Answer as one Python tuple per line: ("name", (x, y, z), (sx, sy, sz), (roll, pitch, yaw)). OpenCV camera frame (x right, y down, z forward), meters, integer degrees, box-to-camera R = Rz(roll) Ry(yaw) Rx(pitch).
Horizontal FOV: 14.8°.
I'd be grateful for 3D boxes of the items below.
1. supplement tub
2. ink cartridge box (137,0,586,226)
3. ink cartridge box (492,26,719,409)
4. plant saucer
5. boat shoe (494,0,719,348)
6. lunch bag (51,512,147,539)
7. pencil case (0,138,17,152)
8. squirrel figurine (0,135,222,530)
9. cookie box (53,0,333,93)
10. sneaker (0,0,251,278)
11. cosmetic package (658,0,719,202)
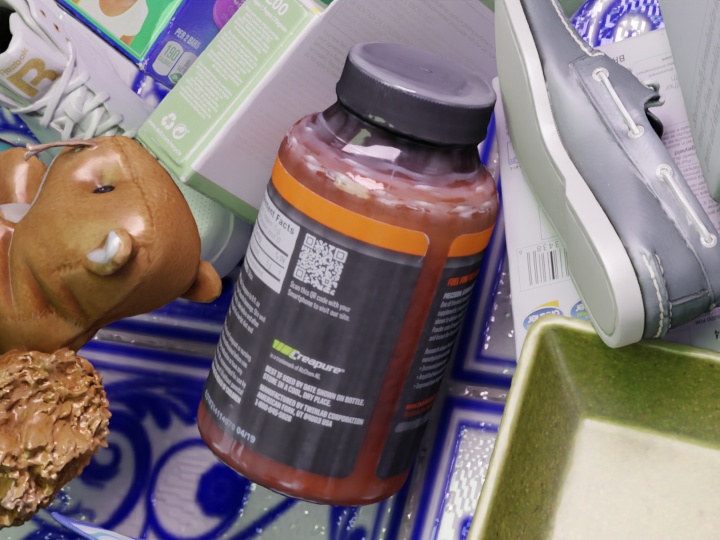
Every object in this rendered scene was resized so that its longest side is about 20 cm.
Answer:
("supplement tub", (0.000, 0.000, 1.269), (0.107, 0.107, 0.201), (33, 114, 34))
("ink cartridge box", (0.008, -0.102, 1.313), (0.200, 0.145, 0.048), (-50, 53, 7))
("ink cartridge box", (0.138, -0.002, 1.243), (0.136, 0.076, 0.201), (-15, 64, 26))
("plant saucer", (0.142, 0.134, 1.140), (0.199, 0.048, 0.201), (13, 62, 10))
("boat shoe", (0.106, -0.054, 1.205), (0.062, 0.073, 0.200), (-13, 53, -8))
("lunch bag", (-0.106, 0.183, 1.267), (0.199, 0.170, 0.128), (-15, 70, 26))
("pencil case", (-0.237, 0.015, 1.455), (0.200, 0.085, 0.092), (-45, 68, 10))
("squirrel figurine", (-0.158, 0.030, 1.287), (0.186, 0.141, 0.201), (-13, 68, 20))
("cookie box", (-0.027, -0.167, 1.342), (0.075, 0.171, 0.200), (38, 94, 32))
("sneaker", (-0.145, -0.074, 1.414), (0.074, 0.116, 0.200), (-48, 58, 5))
("cosmetic package", (0.228, -0.149, 1.145), (0.199, 0.165, 0.166), (-11, 65, -4))
